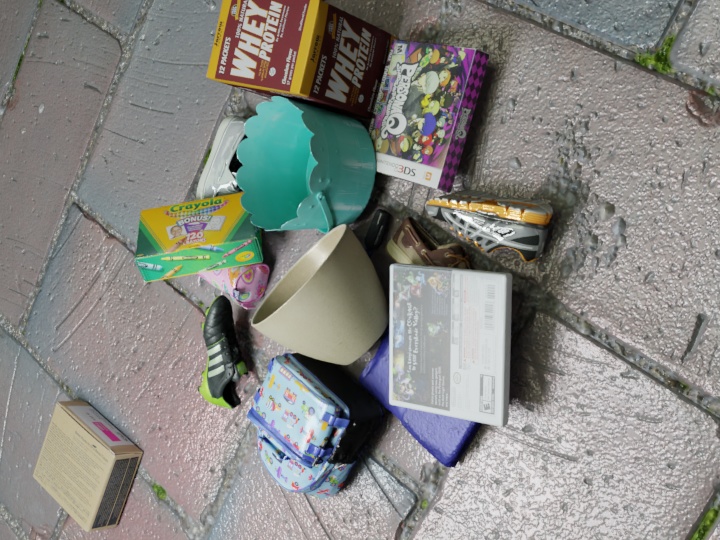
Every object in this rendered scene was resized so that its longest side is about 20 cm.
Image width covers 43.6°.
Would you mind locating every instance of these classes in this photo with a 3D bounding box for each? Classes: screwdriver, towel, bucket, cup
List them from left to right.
[{"bbox_3d":[-0.083,-0.154,1.367,0.206,0.134,0.209,-4,84,50],"label":"bucket"},{"bbox_3d":[-0.040,0.053,1.315,0.143,0.201,0.200,43,117,-11],"label":"cup"},{"bbox_3d":[0.000,0.000,1.382,0.028,0.029,0.201,30,103,34],"label":"screwdriver"},{"bbox_3d":[0.099,0.164,1.289,0.200,0.049,0.148,43,118,30],"label":"towel"}]

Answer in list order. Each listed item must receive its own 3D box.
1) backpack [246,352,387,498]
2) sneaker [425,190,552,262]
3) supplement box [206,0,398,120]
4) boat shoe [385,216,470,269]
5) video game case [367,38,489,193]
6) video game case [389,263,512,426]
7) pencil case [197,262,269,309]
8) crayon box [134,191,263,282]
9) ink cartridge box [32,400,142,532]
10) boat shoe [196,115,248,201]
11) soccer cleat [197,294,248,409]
[{"bbox_3d":[-0.085,0.243,1.361,0.182,0.134,0.201,40,112,32],"label":"backpack"},{"bbox_3d":[0.169,-0.064,1.239,0.199,0.078,0.078,17,116,43],"label":"sneaker"},{"bbox_3d":[-0.087,-0.323,1.365,0.196,0.199,0.134,17,97,36],"label":"supplement box"},{"bbox_3d":[0.119,-0.008,1.272,0.200,0.072,0.072,43,112,37],"label":"boat shoe"},{"bbox_3d":[0.088,-0.229,1.311,0.181,0.036,0.202,24,101,48],"label":"video game case"},{"bbox_3d":[0.118,0.096,1.215,0.181,0.023,0.202,6,100,35],"label":"video game case"},{"bbox_3d":[-0.243,-0.009,1.527,0.199,0.087,0.088,29,103,33],"label":"pencil case"},{"bbox_3d":[-0.261,-0.057,1.473,0.198,0.059,0.119,-10,44,2],"label":"crayon box"},{"bbox_3d":[-0.517,0.366,1.701,0.199,0.075,0.166,30,102,35],"label":"ink cartridge box"},{"bbox_3d":[-0.222,-0.161,1.531,0.071,0.070,0.202,20,96,37],"label":"boat shoe"},{"bbox_3d":[-0.223,0.137,1.501,0.081,0.067,0.201,18,116,23],"label":"soccer cleat"}]
